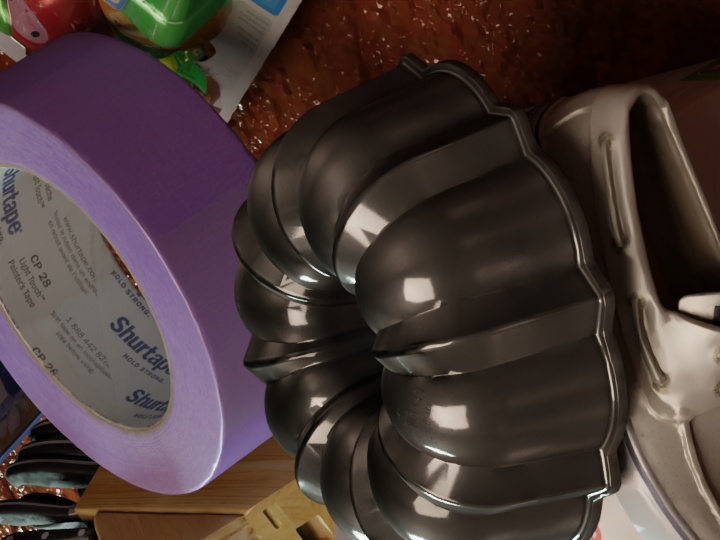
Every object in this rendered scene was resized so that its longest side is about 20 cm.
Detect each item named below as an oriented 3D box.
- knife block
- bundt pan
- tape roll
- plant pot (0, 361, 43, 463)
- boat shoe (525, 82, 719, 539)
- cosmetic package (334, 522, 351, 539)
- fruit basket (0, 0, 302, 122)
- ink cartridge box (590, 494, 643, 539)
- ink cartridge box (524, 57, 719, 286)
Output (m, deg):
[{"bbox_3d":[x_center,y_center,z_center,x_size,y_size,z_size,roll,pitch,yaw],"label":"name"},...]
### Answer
[{"bbox_3d":[-0.077,0.098,1.415,0.200,0.176,0.064,-33,125,2],"label":"knife block"},{"bbox_3d":[0.014,0.023,1.136,0.202,0.076,0.202,41,139,49],"label":"bundt pan"},{"bbox_3d":[-0.105,-0.002,1.318,0.200,0.066,0.200,35,144,31],"label":"tape roll"},{"bbox_3d":[-0.267,0.035,1.478,0.179,0.200,0.200,-5,117,30],"label":"plant pot"},{"bbox_3d":[0.122,0.025,1.112,0.070,0.071,0.201,-19,91,41],"label":"boat shoe"},{"bbox_3d":[0.069,0.133,1.313,0.081,0.113,0.200,-23,130,22],"label":"cosmetic package"},{"bbox_3d":[-0.123,-0.137,1.325,0.185,0.094,0.200,41,138,3],"label":"fruit basket"},{"bbox_3d":[0.163,0.064,1.200,0.200,0.084,0.146,-22,95,11],"label":"ink cartridge box"},{"bbox_3d":[0.083,-0.029,1.236,0.200,0.117,0.067,-12,102,40],"label":"ink cartridge box"}]
